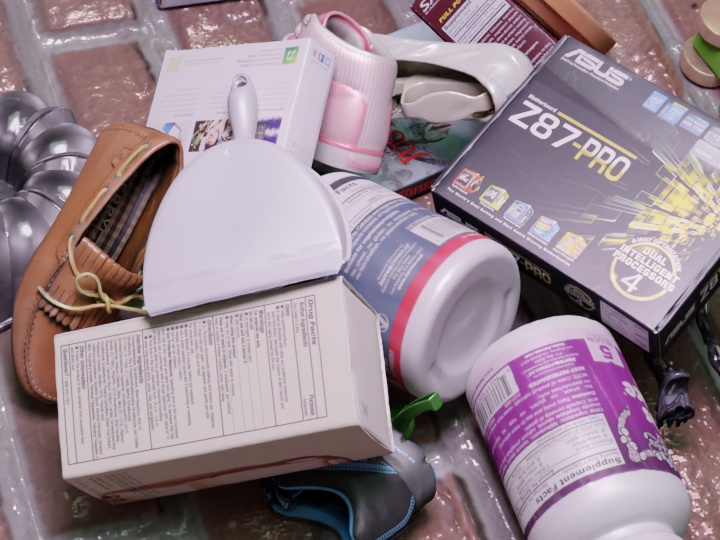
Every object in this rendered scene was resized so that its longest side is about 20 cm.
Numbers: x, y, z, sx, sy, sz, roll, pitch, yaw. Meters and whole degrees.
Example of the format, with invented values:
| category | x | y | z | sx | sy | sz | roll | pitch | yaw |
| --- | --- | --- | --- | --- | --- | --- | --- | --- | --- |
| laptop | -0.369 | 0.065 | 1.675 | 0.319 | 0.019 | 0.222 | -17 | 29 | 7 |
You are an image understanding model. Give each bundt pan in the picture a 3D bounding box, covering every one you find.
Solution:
| category | x | y | z | sx | sy | sz | roll | pitch | yaw |
| --- | --- | --- | --- | --- | --- | --- | --- | --- | --- |
| bundt pan | -0.266 | -0.056 | 1.525 | 0.202 | 0.076 | 0.202 | 5 | 49 | -6 |

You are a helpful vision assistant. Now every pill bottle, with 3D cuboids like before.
| category | x | y | z | sx | sy | sz | roll | pitch | yaw |
| --- | --- | --- | --- | --- | --- | --- | --- | --- | --- |
| pill bottle | 0.151 | 0.137 | 1.403 | 0.112 | 0.112 | 0.200 | -9 | 53 | -16 |
| pill bottle | 0.000 | 0.000 | 1.483 | 0.200 | 0.120 | 0.120 | 27 | 50 | 32 |

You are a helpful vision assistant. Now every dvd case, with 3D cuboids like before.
| category | x | y | z | sx | sy | sz | roll | pitch | yaw |
| --- | --- | --- | --- | --- | --- | --- | --- | --- | --- |
| dvd case | 0.017 | -0.116 | 1.656 | 0.200 | 0.022 | 0.146 | -24 | 58 | -25 |

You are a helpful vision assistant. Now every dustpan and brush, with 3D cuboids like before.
| category | x | y | z | sx | sy | sz | roll | pitch | yaw |
| --- | --- | --- | --- | --- | --- | --- | --- | --- | --- |
| dustpan and brush | -0.077 | -0.059 | 1.399 | 0.139 | 0.057 | 0.200 | -13 | 60 | 10 |

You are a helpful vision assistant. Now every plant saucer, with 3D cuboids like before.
| category | x | y | z | sx | sy | sz | roll | pitch | yaw |
| --- | --- | --- | --- | --- | --- | --- | --- | --- | --- |
| plant saucer | 0.120 | -0.237 | 1.687 | 0.032 | 0.200 | 0.200 | -47 | 63 | 7 |

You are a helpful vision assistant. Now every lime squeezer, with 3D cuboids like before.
| category | x | y | z | sx | sy | sz | roll | pitch | yaw |
| --- | --- | --- | --- | --- | --- | --- | --- | --- | --- |
| lime squeezer | -0.005 | 0.087 | 1.457 | 0.200 | 0.071 | 0.038 | 21 | 71 | 48 |

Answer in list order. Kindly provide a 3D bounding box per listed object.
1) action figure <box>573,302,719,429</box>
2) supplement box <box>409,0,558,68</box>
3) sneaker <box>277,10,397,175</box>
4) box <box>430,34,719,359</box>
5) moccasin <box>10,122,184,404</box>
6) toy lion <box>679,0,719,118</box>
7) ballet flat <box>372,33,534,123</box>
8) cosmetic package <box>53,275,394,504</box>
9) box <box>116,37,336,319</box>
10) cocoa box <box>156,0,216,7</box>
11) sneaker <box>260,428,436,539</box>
| category | x | y | z | sx | sy | sz | roll | pitch | yaw |
| --- | --- | --- | --- | --- | --- | --- | --- | --- | --- |
| action figure | 0.209 | 0.019 | 1.523 | 0.119 | 0.102 | 0.200 | -11 | 62 | -14 |
| supplement box | 0.137 | -0.147 | 1.623 | 0.061 | 0.109 | 0.200 | -47 | 72 | 8 |
| sneaker | -0.045 | -0.146 | 1.553 | 0.075 | 0.105 | 0.200 | 3 | 17 | -42 |
| box | 0.175 | -0.054 | 1.481 | 0.200 | 0.049 | 0.161 | 34 | 71 | 25 |
| moccasin | -0.175 | -0.003 | 1.450 | 0.078 | 0.074 | 0.202 | 16 | 74 | 49 |
| toy lion | 0.367 | -0.148 | 1.718 | 0.200 | 0.069 | 0.192 | -23 | 64 | -26 |
| ballet flat | 0.031 | -0.137 | 1.574 | 0.200 | 0.069 | 0.069 | 3 | 44 | 29 |
| cosmetic package | -0.088 | 0.080 | 1.368 | 0.200 | 0.087 | 0.104 | -10 | 69 | 15 |
| box | -0.100 | -0.061 | 1.481 | 0.144 | 0.036 | 0.200 | 1 | 70 | 40 |
| cocoa box | -0.083 | -0.314 | 1.733 | 0.200 | 0.131 | 0.133 | -10 | 53 | -17 |
| sneaker | -0.048 | 0.113 | 1.419 | 0.200 | 0.073 | 0.082 | 31 | 56 | 19 |
